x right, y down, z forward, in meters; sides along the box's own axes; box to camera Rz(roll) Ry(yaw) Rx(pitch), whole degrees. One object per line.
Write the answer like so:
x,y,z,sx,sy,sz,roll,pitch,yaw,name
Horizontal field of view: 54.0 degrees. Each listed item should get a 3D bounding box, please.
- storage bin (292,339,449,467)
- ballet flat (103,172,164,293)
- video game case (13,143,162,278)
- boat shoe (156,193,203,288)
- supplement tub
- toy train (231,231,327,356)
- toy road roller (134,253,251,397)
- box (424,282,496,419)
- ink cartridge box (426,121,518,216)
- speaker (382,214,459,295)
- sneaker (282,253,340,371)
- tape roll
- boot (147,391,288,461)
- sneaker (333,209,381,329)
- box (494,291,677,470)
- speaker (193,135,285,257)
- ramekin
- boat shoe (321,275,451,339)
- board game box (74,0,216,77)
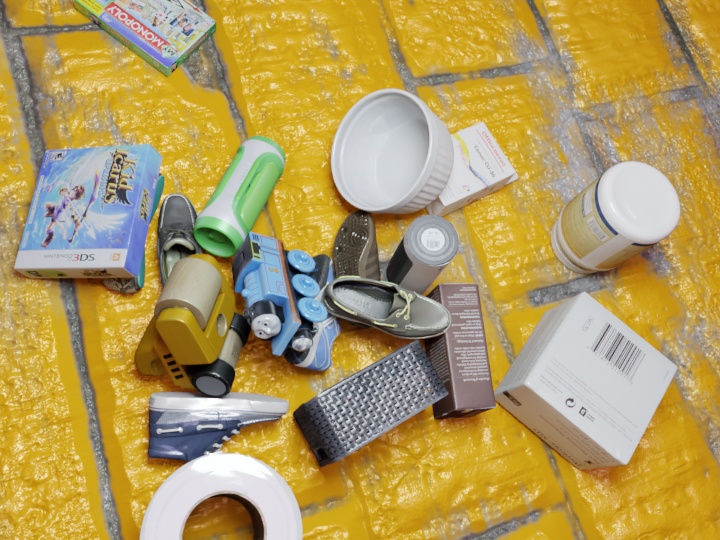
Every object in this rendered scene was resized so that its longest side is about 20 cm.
0.013,0.196,1.041,0.200,0.135,0.094,-25,79,-21,storage bin
-0.356,-0.065,1.081,0.075,0.068,0.201,7,73,-2,ballet flat
-0.400,-0.088,1.045,0.181,0.045,0.201,-1,69,13,video game case
-0.276,-0.033,1.086,0.072,0.066,0.202,-2,71,-13,boat shoe
0.429,-0.083,1.215,0.144,0.200,0.145,5,70,-13,supplement tub
-0.121,0.034,1.021,0.114,0.087,0.200,15,36,-27,toy train
-0.253,0.083,0.988,0.145,0.200,0.123,-2,43,13,toy road roller
0.152,0.128,1.122,0.075,0.100,0.201,1,71,-14,box
0.191,-0.187,1.262,0.200,0.068,0.117,-26,79,-21,ink cartridge box
0.090,-0.014,1.103,0.081,0.200,0.081,3,72,-8,speaker
-0.072,0.066,1.112,0.077,0.076,0.201,38,49,-40,sneaker
-0.186,0.350,0.935,0.202,0.139,0.203,5,71,-13,tape roll
-0.205,0.226,1.021,0.199,0.073,0.091,4,88,-14,boot
0.000,0.000,1.153,0.070,0.076,0.201,-9,62,28,sneaker
0.360,0.180,1.141,0.199,0.131,0.200,39,67,1,box
-0.188,-0.120,1.115,0.088,0.088,0.200,25,56,-5,speaker
0.059,-0.187,1.163,0.105,0.200,0.201,11,62,-53,ramekin
0.042,0.055,1.052,0.201,0.060,0.072,13,74,-4,boat shoe
-0.372,-0.444,1.228,0.200,0.029,0.135,36,65,0,board game box
